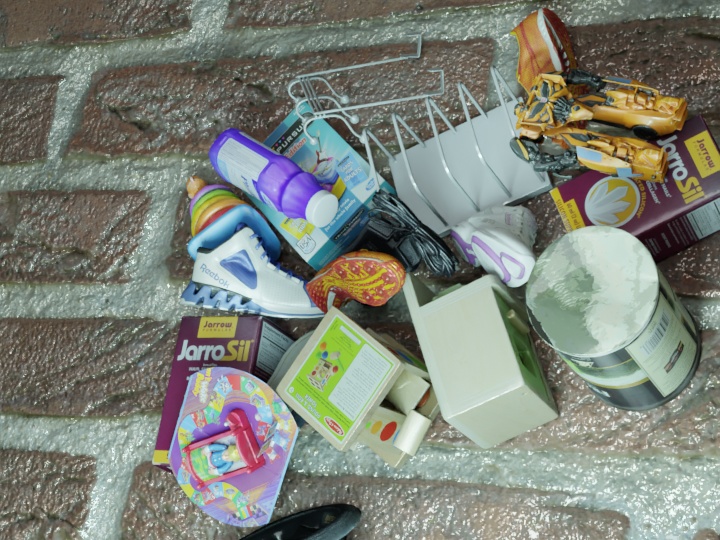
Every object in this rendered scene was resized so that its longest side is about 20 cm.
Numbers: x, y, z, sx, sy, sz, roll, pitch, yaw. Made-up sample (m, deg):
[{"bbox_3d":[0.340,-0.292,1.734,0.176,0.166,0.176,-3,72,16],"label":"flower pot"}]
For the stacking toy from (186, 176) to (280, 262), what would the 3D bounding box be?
[{"bbox_3d":[-0.199,-0.075,1.878,0.109,0.116,0.200,-36,42,-1],"label":"stacking toy"}]

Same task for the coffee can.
[{"bbox_3d":[0.282,0.056,1.492,0.145,0.200,0.148,-11,63,23],"label":"coffee can"}]

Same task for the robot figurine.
[{"bbox_3d":[0.270,-0.173,1.570,0.198,0.058,0.146,15,68,22],"label":"robot figurine"}]

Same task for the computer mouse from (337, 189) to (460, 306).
[{"bbox_3d":[0.039,-0.021,1.698,0.139,0.200,0.053,45,53,-2],"label":"computer mouse"}]

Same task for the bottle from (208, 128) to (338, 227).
[{"bbox_3d":[-0.114,-0.119,1.792,0.199,0.084,0.065,32,78,34],"label":"bottle"}]

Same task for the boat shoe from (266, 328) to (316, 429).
[{"bbox_3d":[-0.072,0.150,1.704,0.074,0.062,0.200,17,50,26],"label":"boat shoe"}]

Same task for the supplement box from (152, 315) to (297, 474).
[{"bbox_3d":[-0.172,0.168,1.742,0.130,0.103,0.202,-3,67,27],"label":"supplement box"}]

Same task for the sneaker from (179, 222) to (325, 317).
[{"bbox_3d":[-0.129,0.000,1.744,0.197,0.081,0.117,7,88,-4],"label":"sneaker"}]

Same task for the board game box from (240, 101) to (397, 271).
[{"bbox_3d":[-0.067,-0.117,1.845,0.151,0.047,0.200,-46,56,3],"label":"board game box"}]

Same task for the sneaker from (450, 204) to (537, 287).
[{"bbox_3d":[0.176,-0.043,1.626,0.099,0.075,0.200,-33,20,-6],"label":"sneaker"}]

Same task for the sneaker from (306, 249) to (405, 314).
[{"bbox_3d":[0.000,0.000,1.626,0.077,0.073,0.199,-43,15,-24],"label":"sneaker"}]

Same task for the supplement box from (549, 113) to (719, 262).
[{"bbox_3d":[0.339,-0.079,1.590,0.199,0.086,0.111,-27,58,15],"label":"supplement box"}]

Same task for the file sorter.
[{"bbox_3d":[0.117,-0.147,1.715,0.198,0.124,0.140,-24,59,17],"label":"file sorter"}]

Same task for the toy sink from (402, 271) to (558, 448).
[{"bbox_3d":[0.143,0.086,1.596,0.111,0.130,0.202,-26,58,15],"label":"toy sink"}]

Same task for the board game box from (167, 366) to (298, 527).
[{"bbox_3d":[-0.165,0.217,1.618,0.157,0.039,0.202,26,112,19],"label":"board game box"}]

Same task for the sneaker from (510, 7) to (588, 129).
[{"bbox_3d":[0.242,-0.241,1.735,0.077,0.073,0.202,-34,50,37],"label":"sneaker"}]

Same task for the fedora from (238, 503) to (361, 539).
[{"bbox_3d":[-0.076,0.352,1.600,0.199,0.200,0.092,-22,93,18],"label":"fedora"}]

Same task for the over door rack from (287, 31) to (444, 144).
[{"bbox_3d":[0.010,-0.236,1.810,0.198,0.067,0.148,-21,33,-2],"label":"over door rack"}]

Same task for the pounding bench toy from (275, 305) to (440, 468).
[{"bbox_3d":[0.034,0.163,1.599,0.200,0.156,0.125,37,95,36],"label":"pounding bench toy"}]
